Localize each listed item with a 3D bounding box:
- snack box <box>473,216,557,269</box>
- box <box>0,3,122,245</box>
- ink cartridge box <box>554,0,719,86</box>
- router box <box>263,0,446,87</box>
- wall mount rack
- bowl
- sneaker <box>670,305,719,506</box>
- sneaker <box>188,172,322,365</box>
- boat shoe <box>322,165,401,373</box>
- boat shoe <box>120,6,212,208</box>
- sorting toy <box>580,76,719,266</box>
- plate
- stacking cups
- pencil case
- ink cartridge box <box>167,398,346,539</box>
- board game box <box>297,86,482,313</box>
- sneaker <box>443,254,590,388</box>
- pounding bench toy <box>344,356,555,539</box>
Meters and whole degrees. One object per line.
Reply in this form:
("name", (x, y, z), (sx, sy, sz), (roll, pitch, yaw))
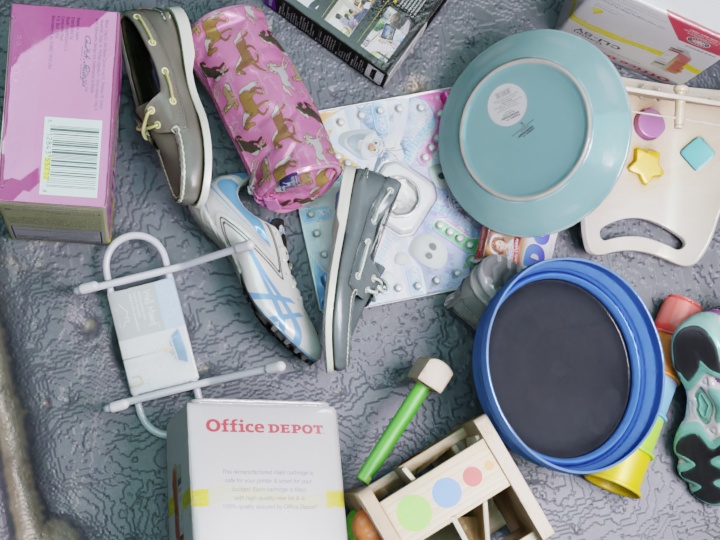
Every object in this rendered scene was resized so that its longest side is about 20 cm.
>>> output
("snack box", (0.168, -0.090, 1.680), (0.072, 0.024, 0.200), (20, 72, -17))
("box", (-0.269, -0.126, 1.552), (0.096, 0.200, 0.176), (4, 81, -8))
("ink cartridge box", (0.284, -0.255, 1.648), (0.145, 0.200, 0.084), (23, 82, -4))
("router box", (0.022, -0.305, 1.694), (0.149, 0.051, 0.200), (36, 79, 0))
("wall mount rack", (-0.168, 0.054, 1.596), (0.173, 0.075, 0.200), (-14, 89, -3))
("bowl", (0.191, 0.088, 1.587), (0.200, 0.039, 0.201), (6, 78, -27))
("sneaker", (0.369, 0.120, 1.671), (0.140, 0.078, 0.200), (-27, 121, -43))
("sneaker", (-0.087, -0.003, 1.625), (0.072, 0.072, 0.200), (-31, 88, -5))
("boat shoe", (0.000, 0.000, 1.610), (0.062, 0.073, 0.201), (8, 76, -3))
("boat shoe", (-0.184, -0.153, 1.605), (0.060, 0.072, 0.202), (-3, 73, -30))
("sorting toy", (0.286, -0.098, 1.682), (0.199, 0.107, 0.181), (7, 92, -14))
("plate", (0.159, -0.132, 1.618), (0.200, 0.026, 0.201), (-3, 83, 29))
("stacking cups", (0.277, 0.118, 1.664), (0.060, 0.061, 0.200), (22, 78, -4))
("pencil case", (-0.095, -0.156, 1.627), (0.086, 0.083, 0.200), (-7, 65, -50))
("ink cartridge box", (-0.093, 0.224, 1.543), (0.145, 0.083, 0.200), (4, 68, -22))
("board game box", (0.038, -0.072, 1.676), (0.199, 0.026, 0.200), (-11, 83, -9))
("sneaker", (0.168, 0.067, 1.658), (0.200, 0.082, 0.075), (45, 44, -14))
("pounding bench toy", (0.052, 0.198, 1.588), (0.156, 0.124, 0.200), (-29, 86, -10))
